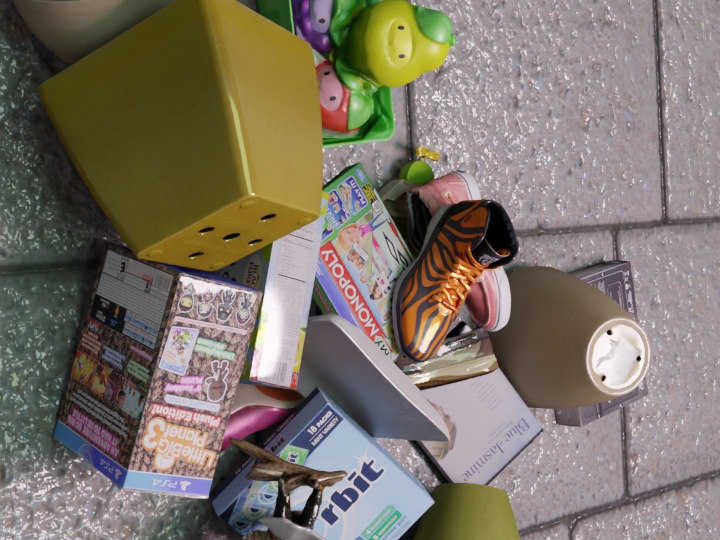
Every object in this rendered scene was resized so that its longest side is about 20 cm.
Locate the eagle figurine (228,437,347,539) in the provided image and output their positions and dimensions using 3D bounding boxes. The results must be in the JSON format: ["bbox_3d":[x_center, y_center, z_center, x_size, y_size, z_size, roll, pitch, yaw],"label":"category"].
[{"bbox_3d":[-0.078,0.292,1.229,0.149,0.151,0.203,3,107,-43],"label":"eagle figurine"}]

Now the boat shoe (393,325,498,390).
[{"bbox_3d":[0.064,0.109,1.417,0.197,0.073,0.066,-8,77,-13],"label":"boat shoe"}]

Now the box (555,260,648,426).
[{"bbox_3d":[0.330,0.101,1.682,0.157,0.048,0.204,-17,100,-38],"label":"box"}]

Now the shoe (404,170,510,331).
[{"bbox_3d":[0.114,-0.014,1.439,0.090,0.071,0.203,-20,97,-37],"label":"shoe"}]

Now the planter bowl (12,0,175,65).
[{"bbox_3d":[-0.227,-0.260,1.138,0.201,0.198,0.136,-50,145,-29],"label":"planter bowl"}]

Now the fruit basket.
[{"bbox_3d":[-0.006,-0.241,1.304,0.154,0.214,0.220,-11,97,-39],"label":"fruit basket"}]

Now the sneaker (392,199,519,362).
[{"bbox_3d":[0.107,0.004,1.316,0.077,0.111,0.203,30,67,-30],"label":"sneaker"}]

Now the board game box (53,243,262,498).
[{"bbox_3d":[-0.197,0.093,1.141,0.096,0.158,0.203,15,92,-39],"label":"board game box"}]

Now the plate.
[{"bbox_3d":[-0.017,0.110,1.279,0.200,0.198,0.033,46,62,-24],"label":"plate"}]

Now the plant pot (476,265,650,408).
[{"bbox_3d":[0.272,0.096,1.502,0.184,0.200,0.191,-2,95,-21],"label":"plant pot"}]

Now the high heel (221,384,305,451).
[{"bbox_3d":[-0.143,0.171,1.289,0.198,0.067,0.097,5,114,-43],"label":"high heel"}]

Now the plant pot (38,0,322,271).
[{"bbox_3d":[-0.144,-0.111,1.100,0.199,0.198,0.179,13,56,-63],"label":"plant pot"}]

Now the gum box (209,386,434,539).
[{"bbox_3d":[-0.040,0.254,1.323,0.170,0.045,0.200,-44,119,0],"label":"gum box"}]

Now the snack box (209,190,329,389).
[{"bbox_3d":[-0.121,0.013,1.222,0.067,0.167,0.204,15,81,-40],"label":"snack box"}]

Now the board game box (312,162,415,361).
[{"bbox_3d":[0.000,0.000,1.327,0.134,0.029,0.202,-40,105,-38],"label":"board game box"}]

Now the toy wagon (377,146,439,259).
[{"bbox_3d":[0.062,-0.050,1.463,0.154,0.039,0.204,14,80,-40],"label":"toy wagon"}]

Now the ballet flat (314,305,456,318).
[{"bbox_3d":[0.034,0.038,1.402,0.198,0.057,0.068,7,68,-37],"label":"ballet flat"}]

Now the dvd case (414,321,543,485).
[{"bbox_3d":[0.131,0.182,1.498,0.142,0.018,0.201,-42,116,-8],"label":"dvd case"}]

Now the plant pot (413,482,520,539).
[{"bbox_3d":[0.127,0.368,1.441,0.186,0.186,0.203,24,62,-37],"label":"plant pot"}]
